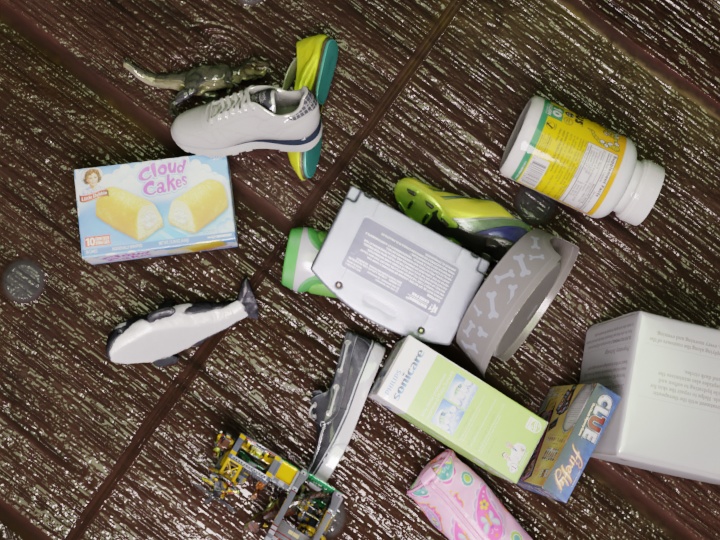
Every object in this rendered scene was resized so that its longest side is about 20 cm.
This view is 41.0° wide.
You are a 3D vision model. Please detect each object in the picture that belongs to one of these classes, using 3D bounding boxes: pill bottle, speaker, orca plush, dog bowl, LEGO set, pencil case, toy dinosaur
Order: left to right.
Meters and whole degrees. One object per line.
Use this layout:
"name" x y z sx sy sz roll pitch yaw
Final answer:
"orca plush" -0.234 0.052 1.229 0.197 0.106 0.072 -28 54 -4
"toy dinosaur" -0.218 -0.238 1.283 0.195 0.048 0.090 -2 76 -2
"LEGO set" -0.118 0.295 1.162 0.198 0.154 0.117 35 64 -6
"speaker" 0.000 0.000 1.243 0.195 0.088 0.091 11 82 -3
"pencil case" 0.149 0.324 1.211 0.087 0.087 0.201 -40 86 -8
"dog bowl" 0.193 0.036 1.203 0.058 0.200 0.201 37 81 17
"pill bottle" 0.293 -0.139 1.269 0.197 0.113 0.115 25 81 0

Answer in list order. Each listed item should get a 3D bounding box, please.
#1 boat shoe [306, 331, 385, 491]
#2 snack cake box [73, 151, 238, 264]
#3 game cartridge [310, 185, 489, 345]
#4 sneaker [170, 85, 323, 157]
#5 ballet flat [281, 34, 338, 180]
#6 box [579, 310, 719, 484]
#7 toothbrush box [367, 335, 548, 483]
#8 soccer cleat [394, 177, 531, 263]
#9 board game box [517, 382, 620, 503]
"boat shoe" -0.035 0.175 1.225 0.067 0.072 0.203 24 79 -2
"snack cake box" -0.262 -0.080 1.245 0.195 0.067 0.118 -8 84 -5
"game cartridge" 0.044 0.003 1.184 0.197 0.041 0.135 29 87 -4
"sneaker" -0.147 -0.196 1.207 0.195 0.081 0.078 -5 62 6
"ballet flat" -0.078 -0.219 1.285 0.066 0.067 0.205 6 79 18
"box" 0.389 0.163 1.192 0.194 0.200 0.175 12 80 -3
"toothbrush box" 0.115 0.172 1.198 0.197 0.146 0.087 30 82 1
"soccer cleat" 0.138 -0.073 1.285 0.197 0.065 0.084 28 52 4
"board game box" 0.242 0.206 1.175 0.034 0.200 0.137 30 82 1
